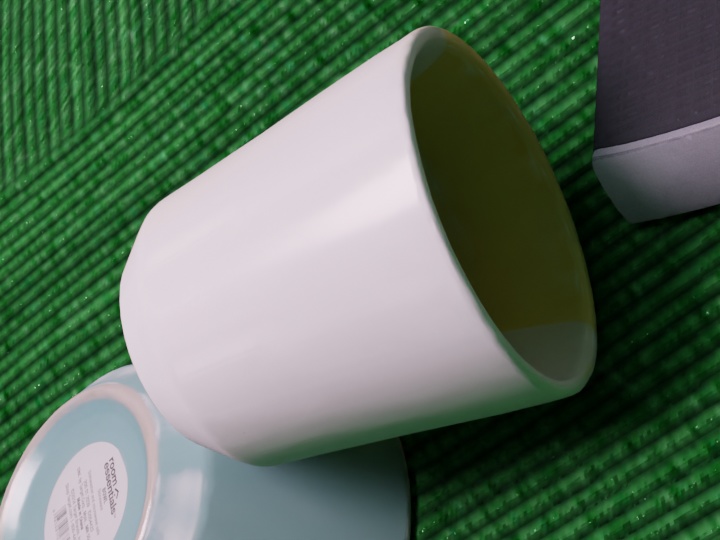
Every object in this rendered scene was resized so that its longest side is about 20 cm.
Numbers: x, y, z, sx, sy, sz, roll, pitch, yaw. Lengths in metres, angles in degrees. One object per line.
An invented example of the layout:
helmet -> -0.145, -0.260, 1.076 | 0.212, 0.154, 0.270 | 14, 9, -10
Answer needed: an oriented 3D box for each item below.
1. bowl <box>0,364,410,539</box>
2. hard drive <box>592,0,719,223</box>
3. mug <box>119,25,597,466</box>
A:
bowl -> -0.084, 0.120, 1.042 | 0.201, 0.105, 0.201 | -28, 51, 40
hard drive -> 0.167, -0.104, 0.913 | 0.200, 0.042, 0.135 | -21, 55, 44
mug -> 0.000, 0.007, 0.964 | 0.153, 0.186, 0.150 | -24, 71, 22
